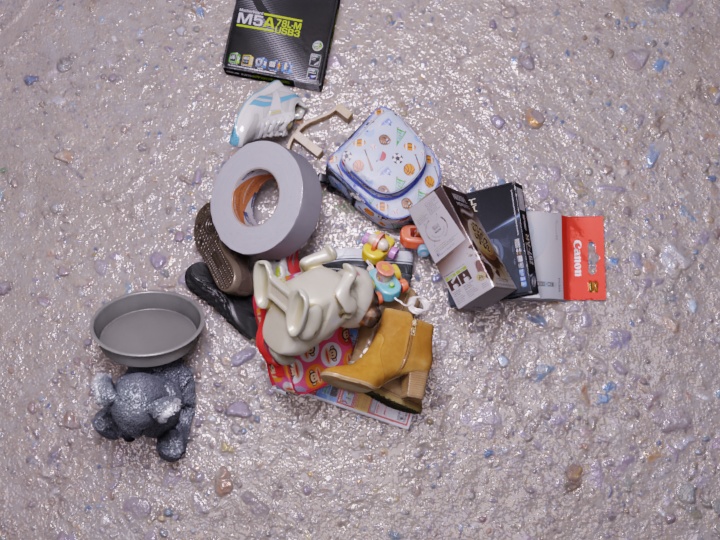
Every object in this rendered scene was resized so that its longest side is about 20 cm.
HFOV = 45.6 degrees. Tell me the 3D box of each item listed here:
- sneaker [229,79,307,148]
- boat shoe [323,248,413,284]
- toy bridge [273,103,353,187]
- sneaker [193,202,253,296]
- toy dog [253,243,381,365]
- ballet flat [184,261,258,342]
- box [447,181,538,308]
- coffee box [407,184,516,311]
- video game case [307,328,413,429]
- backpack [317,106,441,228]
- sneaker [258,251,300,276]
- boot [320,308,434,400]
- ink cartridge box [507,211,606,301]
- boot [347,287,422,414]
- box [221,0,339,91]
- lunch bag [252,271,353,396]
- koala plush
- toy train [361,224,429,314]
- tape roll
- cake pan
[{"bbox_3d":[-0.168,-0.279,1.563,0.080,0.077,0.200,34,45,4],"label":"sneaker"},{"bbox_3d":[0.000,0.000,1.561,0.197,0.072,0.072,-1,80,0],"label":"boat shoe"},{"bbox_3d":[-0.100,-0.237,1.621,0.067,0.027,0.201,38,84,9],"label":"toy bridge"},{"bbox_3d":[-0.249,-0.033,1.577,0.070,0.075,0.202,-35,58,21],"label":"sneaker"},{"bbox_3d":[-0.054,0.059,1.383,0.198,0.139,0.197,-15,117,-38],"label":"toy dog"},{"bbox_3d":[-0.242,0.060,1.578,0.200,0.057,0.066,43,56,2],"label":"ballet flat"},{"bbox_3d":[0.226,-0.043,1.543,0.158,0.043,0.203,-11,81,29],"label":"box"},{"bbox_3d":[0.176,-0.037,1.481,0.079,0.113,0.202,-34,71,24],"label":"coffee box"},{"bbox_3d":[0.015,0.190,1.561,0.197,0.017,0.145,18,83,4],"label":"video game case"},{"bbox_3d":[0.052,-0.181,1.554,0.190,0.154,0.200,44,83,-2],"label":"backpack"},{"bbox_3d":[-0.133,0.031,1.558,0.076,0.084,0.203,0,89,42],"label":"sneaker"},{"bbox_3d":[0.030,0.134,1.443,0.199,0.071,0.146,13,71,-22],"label":"boot"},{"bbox_3d":[0.353,-0.026,1.570,0.197,0.047,0.163,0,82,3],"label":"ink cartridge box"},{"bbox_3d":[0.067,0.133,1.516,0.174,0.066,0.202,30,71,-24],"label":"boot"},{"bbox_3d":[-0.151,-0.458,1.645,0.197,0.048,0.196,11,84,2],"label":"box"},{"bbox_3d":[-0.105,0.109,1.470,0.175,0.081,0.203,-18,100,-41],"label":"lunch bag"},{"bbox_3d":[-0.375,0.223,1.472,0.175,0.200,0.186,19,82,4],"label":"koala plush"},{"bbox_3d":[0.074,-0.023,1.499,0.148,0.056,0.202,8,49,0],"label":"toy train"},{"bbox_3d":[-0.167,-0.122,1.507,0.198,0.066,0.203,-5,79,28],"label":"tape roll"},{"bbox_3d":[-0.374,0.103,1.512,0.197,0.201,0.037,5,122,2],"label":"cake pan"}]
